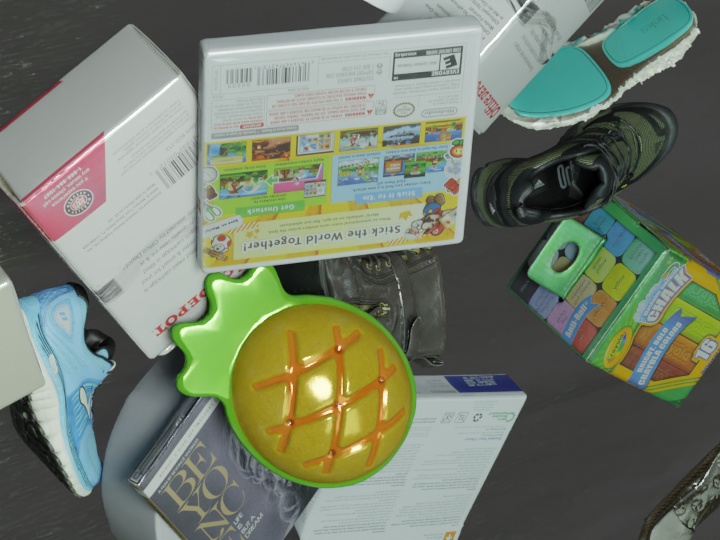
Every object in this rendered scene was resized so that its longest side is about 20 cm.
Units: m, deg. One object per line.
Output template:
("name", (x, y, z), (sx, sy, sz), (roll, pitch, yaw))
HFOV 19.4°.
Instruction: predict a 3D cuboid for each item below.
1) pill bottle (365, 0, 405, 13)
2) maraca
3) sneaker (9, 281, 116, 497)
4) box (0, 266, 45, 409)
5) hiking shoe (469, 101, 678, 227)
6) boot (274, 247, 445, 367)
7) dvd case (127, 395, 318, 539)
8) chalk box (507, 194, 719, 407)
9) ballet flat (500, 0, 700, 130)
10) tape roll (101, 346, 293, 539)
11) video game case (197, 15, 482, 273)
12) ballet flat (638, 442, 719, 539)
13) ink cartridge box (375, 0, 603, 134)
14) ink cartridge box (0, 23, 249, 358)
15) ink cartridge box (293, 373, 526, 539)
("pill bottle", (0.045, -0.285, 1.467), (0.111, 0.111, 0.201), (19, 110, -45))
("maraca", (-0.047, 0.078, 1.559), (0.199, 0.107, 0.138), (35, 82, -18))
("sneaker", (-0.215, 0.091, 1.592), (0.090, 0.078, 0.201), (-33, 140, -23))
("box", (-0.335, 0.054, 1.427), (0.199, 0.128, 0.109), (-28, 136, -17))
("hiking shoe", (0.194, -0.080, 1.748), (0.199, 0.101, 0.076), (-26, 112, -19))
("boot", (0.000, 0.000, 1.691), (0.174, 0.069, 0.202), (-23, 108, -49))
("dvd case", (-0.092, 0.152, 1.643), (0.149, 0.016, 0.200), (-54, 143, -17))
("chalk box", (0.226, 0.014, 1.843), (0.199, 0.124, 0.125), (24, 106, -46))
("ballet flat", (0.195, -0.158, 1.727), (0.199, 0.072, 0.072), (-27, 136, -19))
("tape roll", (-0.114, 0.149, 1.683), (0.200, 0.066, 0.202), (-30, 131, -41))
("video game case", (-0.017, -0.088, 1.482), (0.198, 0.023, 0.183), (-7, 126, -15))
("ballet flat", (0.363, 0.222, 2.184), (0.200, 0.046, 0.068), (-43, 108, -10))
("ink cartridge box", (0.117, -0.213, 1.568), (0.200, 0.084, 0.145), (-48, 165, 3))
("ink cartridge box", (-0.158, -0.053, 1.515), (0.146, 0.083, 0.200), (-40, 138, -5))
("ink cartridge box", (0.033, 0.183, 1.887), (0.198, 0.041, 0.201), (2, 121, -40))
